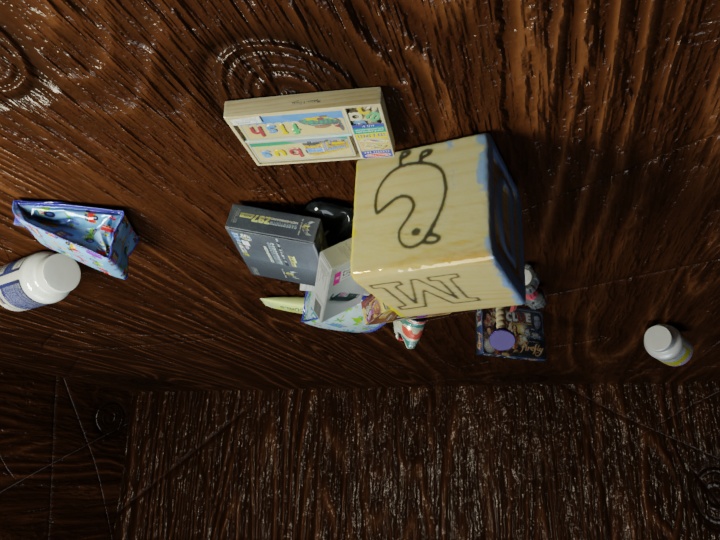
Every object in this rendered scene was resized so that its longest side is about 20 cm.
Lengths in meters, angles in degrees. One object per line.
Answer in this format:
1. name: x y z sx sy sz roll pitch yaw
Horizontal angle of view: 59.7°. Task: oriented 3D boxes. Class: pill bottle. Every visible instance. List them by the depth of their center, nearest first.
1. pill bottle: -0.689 0.021 1.341 0.199 0.111 0.111 -12 158 36
2. pill bottle: 0.894 0.215 1.832 0.104 0.105 0.200 -13 157 36

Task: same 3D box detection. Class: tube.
1. tube: -0.155 0.091 1.624 0.199 0.052 0.058 5 122 4

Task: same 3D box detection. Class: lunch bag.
1. lunch bag: -0.524 -0.063 1.135 0.199 0.094 0.151 13 163 -6
2. lunch bag: -0.023 0.072 1.427 0.169 0.128 0.200 10 170 -23

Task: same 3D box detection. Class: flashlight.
1. flashlight: 0.380 0.043 1.405 0.068 0.068 0.200 -10 158 23

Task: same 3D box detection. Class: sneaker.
1. sneaker: 0.092 0.110 1.461 0.070 0.094 0.200 5 -161 -19

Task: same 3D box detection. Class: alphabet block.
1. alphabet block: 0.118 -0.055 0.910 0.199 0.196 0.196 -9 153 24

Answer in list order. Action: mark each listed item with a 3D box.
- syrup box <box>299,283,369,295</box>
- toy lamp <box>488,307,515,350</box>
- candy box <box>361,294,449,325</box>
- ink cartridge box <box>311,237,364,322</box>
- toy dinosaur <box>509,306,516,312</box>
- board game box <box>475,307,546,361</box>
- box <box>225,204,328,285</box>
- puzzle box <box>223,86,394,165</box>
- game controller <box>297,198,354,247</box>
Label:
1. syrup box: -0.021 0.002 1.286 0.199 0.079 0.081 5 161 -10
2. toy lamp: 0.291 0.085 1.308 0.058 0.200 0.058 6 122 9
3. candy box: 0.114 0.061 1.274 0.199 0.057 0.117 -4 162 -21
4. ink cartridge box: 0.000 0.000 1.139 0.173 0.044 0.200 -25 156 -22
5. toy dinosaur: 0.215 0.006 1.192 0.181 0.200 0.105 -24 165 -41
6. board game box: 0.398 0.164 1.663 0.199 0.136 0.035 8 161 -22
7. box: -0.137 -0.038 1.123 0.157 0.051 0.200 10 158 8
8. puzzle box: -0.061 -0.182 0.816 0.199 0.026 0.133 -2 162 11
9. game controller: -0.070 -0.078 1.131 0.104 0.042 0.200 23 155 -16
